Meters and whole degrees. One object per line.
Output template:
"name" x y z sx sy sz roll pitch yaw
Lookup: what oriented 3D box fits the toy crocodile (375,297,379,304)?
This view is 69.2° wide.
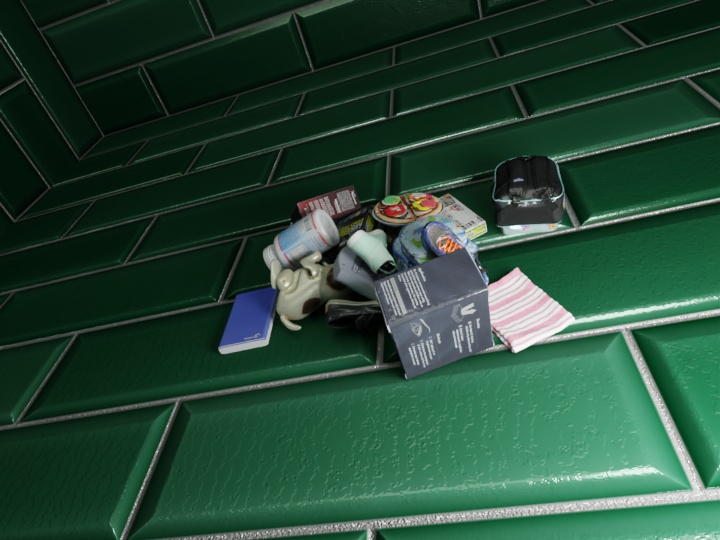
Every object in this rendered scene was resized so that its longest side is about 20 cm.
"toy crocodile" 0.123 0.032 1.111 0.197 0.069 0.062 -17 7 26

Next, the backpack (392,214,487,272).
"backpack" 0.171 -0.045 1.249 0.180 0.149 0.200 -25 32 -11

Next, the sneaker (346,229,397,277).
"sneaker" 0.046 -0.036 1.277 0.074 0.118 0.200 -46 -12 18

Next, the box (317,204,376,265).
"box" -0.054 -0.087 1.459 0.198 0.044 0.162 -22 31 31

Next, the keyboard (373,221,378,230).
"keyboard" 0.013 -0.106 1.490 0.126 0.021 0.202 -33 27 35

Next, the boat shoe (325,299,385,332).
"boat shoe" 0.010 0.108 1.194 0.196 0.075 0.063 2 55 14

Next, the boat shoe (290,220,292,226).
"boat shoe" -0.148 -0.165 1.641 0.067 0.073 0.200 3 35 32

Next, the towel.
"towel" 0.331 0.079 1.105 0.144 0.030 0.201 -27 36 -6

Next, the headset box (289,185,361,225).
"headset box" -0.114 -0.169 1.530 0.197 0.078 0.149 -22 -2 -19

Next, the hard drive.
"hard drive" -0.287 0.126 1.368 0.129 0.026 0.202 -13 36 12

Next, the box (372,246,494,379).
"box" 0.147 0.088 1.028 0.197 0.198 0.119 -20 48 1

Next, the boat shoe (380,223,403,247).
"boat shoe" 0.089 -0.133 1.469 0.071 0.077 0.201 -21 33 6

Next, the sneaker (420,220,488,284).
"sneaker" 0.209 -0.032 1.116 0.076 0.200 0.078 -50 17 -6

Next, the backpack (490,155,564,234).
"backpack" 0.416 -0.192 1.305 0.172 0.155 0.203 -5 48 17

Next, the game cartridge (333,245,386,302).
"game cartridge" 0.000 0.000 1.268 0.041 0.132 0.200 -55 6 21

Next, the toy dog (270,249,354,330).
"toy dog" -0.113 0.041 1.295 0.196 0.141 0.196 -12 45 12

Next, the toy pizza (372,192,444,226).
"toy pizza" 0.127 -0.173 1.400 0.196 0.032 0.201 -7 29 4

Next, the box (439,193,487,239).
"box" 0.246 -0.139 1.427 0.109 0.035 0.201 -26 36 -6

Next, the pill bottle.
"pill bottle" -0.162 -0.071 1.403 0.198 0.109 0.110 -30 32 19
